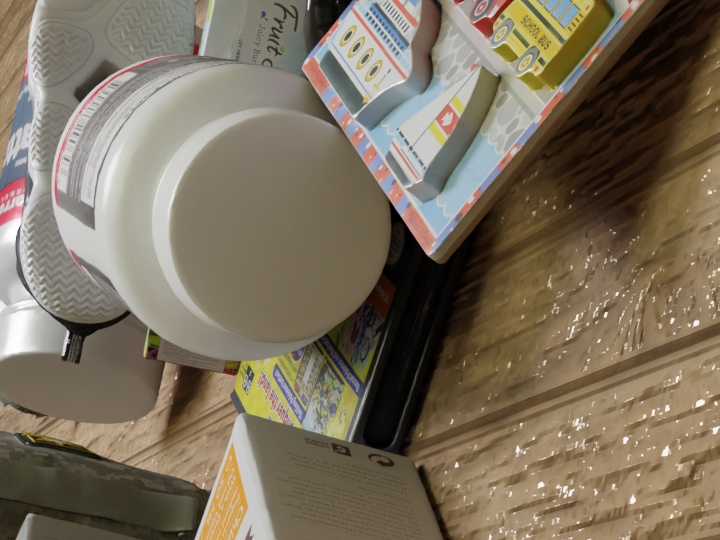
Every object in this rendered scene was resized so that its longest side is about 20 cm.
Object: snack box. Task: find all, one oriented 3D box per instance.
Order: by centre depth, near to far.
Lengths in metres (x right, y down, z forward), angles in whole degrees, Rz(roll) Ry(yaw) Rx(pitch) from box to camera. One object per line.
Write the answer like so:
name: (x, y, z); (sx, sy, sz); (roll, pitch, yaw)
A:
snack box: (-0.056, -0.068, 1.263); (0.142, 0.053, 0.201); (113, 167, -69)

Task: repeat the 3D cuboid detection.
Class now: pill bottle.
pill bottle: (-0.052, -0.025, 1.032); (0.200, 0.110, 0.111); (-155, 81, -74)
pill bottle: (-0.136, -0.028, 1.431); (0.120, 0.119, 0.201); (132, 150, -60)

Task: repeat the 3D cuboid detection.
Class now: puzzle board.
puzzle board: (0.046, -0.097, 0.895); (0.151, 0.017, 0.200); (-49, 23, 8)

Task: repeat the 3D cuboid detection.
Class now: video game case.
video game case: (0.000, 0.000, 1.081); (0.200, 0.025, 0.181); (-129, 56, -71)

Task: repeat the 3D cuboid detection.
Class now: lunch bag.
lunch bag: (-0.162, 0.138, 1.262); (0.200, 0.163, 0.118); (125, 155, -51)

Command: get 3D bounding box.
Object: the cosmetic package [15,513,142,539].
cosmetic package: (-0.109, 0.209, 1.108); (0.200, 0.106, 0.090); (-95, 26, -50)

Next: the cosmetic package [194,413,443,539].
cosmetic package: (-0.014, 0.138, 0.895); (0.200, 0.071, 0.102); (-114, 42, -67)

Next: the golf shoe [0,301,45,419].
golf shoe: (-0.188, -0.008, 1.699); (0.088, 0.077, 0.201); (-17, 59, 65)

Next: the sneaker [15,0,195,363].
sneaker: (-0.125, -0.057, 1.265); (0.114, 0.075, 0.201); (116, 161, -66)

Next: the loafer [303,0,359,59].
loafer: (0.034, -0.157, 1.038); (0.201, 0.073, 0.071); (-65, 9, -9)
